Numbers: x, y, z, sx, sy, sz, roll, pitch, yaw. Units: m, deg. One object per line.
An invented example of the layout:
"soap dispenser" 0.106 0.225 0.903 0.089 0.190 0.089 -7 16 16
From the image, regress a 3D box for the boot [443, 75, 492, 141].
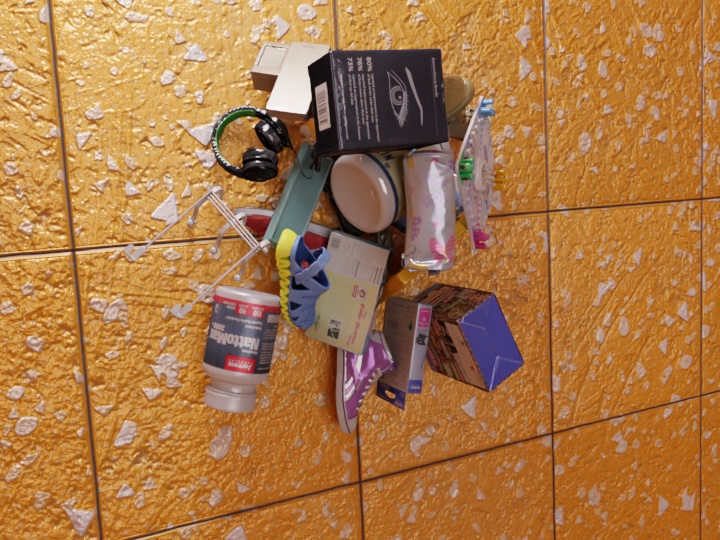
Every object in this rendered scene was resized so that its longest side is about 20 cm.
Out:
"boot" 0.193 -0.300 1.340 0.153 0.199 0.074 3 75 -27

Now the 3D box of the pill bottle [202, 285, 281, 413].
"pill bottle" -0.209 0.136 1.226 0.118 0.119 0.204 10 90 -26

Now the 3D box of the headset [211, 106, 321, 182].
"headset" -0.159 -0.212 1.206 0.197 0.094 0.125 21 75 2

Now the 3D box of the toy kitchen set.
"toy kitchen set" -0.088 -0.271 1.244 0.196 0.182 0.165 10 57 9

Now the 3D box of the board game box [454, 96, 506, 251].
"board game box" 0.222 -0.174 1.278 0.202 0.025 0.202 69 34 -43

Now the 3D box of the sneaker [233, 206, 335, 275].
"sneaker" -0.142 -0.043 1.270 0.197 0.071 0.115 15 85 -28

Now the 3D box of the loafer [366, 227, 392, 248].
"loafer" 0.000 0.000 1.323 0.069 0.075 0.203 19 103 -18

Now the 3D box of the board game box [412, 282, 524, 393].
"board game box" 0.197 0.125 1.376 0.096 0.199 0.161 -32 108 -20

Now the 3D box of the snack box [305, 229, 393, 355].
"snack box" -0.021 0.041 1.287 0.114 0.037 0.203 18 102 14

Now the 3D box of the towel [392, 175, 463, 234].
"towel" 0.132 -0.141 1.348 0.200 0.146 0.024 -44 151 -27

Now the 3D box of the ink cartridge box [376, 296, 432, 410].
"ink cartridge box" 0.082 0.157 1.368 0.041 0.119 0.204 9 90 -28

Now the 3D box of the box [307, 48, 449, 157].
"box" 0.029 -0.264 1.118 0.197 0.104 0.151 -7 95 -24

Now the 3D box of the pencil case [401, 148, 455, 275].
"pencil case" 0.111 -0.097 1.167 0.089 0.083 0.204 0 99 -2

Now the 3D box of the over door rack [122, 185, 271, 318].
"over door rack" -0.268 -0.029 1.174 0.199 0.067 0.148 -39 74 -20

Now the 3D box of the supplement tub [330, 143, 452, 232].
"supplement tub" 0.059 -0.171 1.261 0.199 0.144 0.147 -34 109 -35

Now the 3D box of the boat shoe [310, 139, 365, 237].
"boat shoe" -0.035 -0.152 1.317 0.074 0.062 0.202 -29 105 -18

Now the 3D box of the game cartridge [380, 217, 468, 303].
"game cartridge" 0.111 -0.015 1.326 0.176 0.200 0.033 -41 90 -17

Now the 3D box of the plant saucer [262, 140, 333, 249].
"plant saucer" -0.104 -0.126 1.242 0.069 0.019 0.203 29 72 -28

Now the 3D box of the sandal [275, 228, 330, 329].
"sandal" -0.092 0.025 1.207 0.080 0.086 0.202 -69 163 -44

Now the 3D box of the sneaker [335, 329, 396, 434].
"sneaker" 0.011 0.212 1.342 0.112 0.073 0.204 2 95 5
